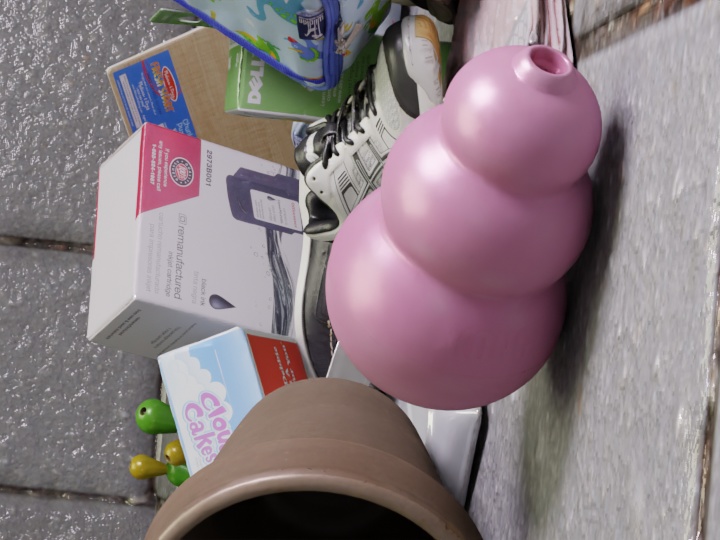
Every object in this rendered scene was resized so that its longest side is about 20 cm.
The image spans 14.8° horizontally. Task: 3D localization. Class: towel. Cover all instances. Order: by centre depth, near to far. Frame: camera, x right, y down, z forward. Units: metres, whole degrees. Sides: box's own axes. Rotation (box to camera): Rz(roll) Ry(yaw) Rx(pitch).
[{"bbox_3d":[0.077,-0.106,1.561,0.192,0.032,0.201,-92,13,-45],"label":"towel"}]

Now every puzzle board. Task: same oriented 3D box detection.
[{"bbox_3d":[-0.092,-0.093,2.056,0.017,0.150,0.201,45,156,60],"label":"puzzle board"}]

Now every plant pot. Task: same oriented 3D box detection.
[{"bbox_3d":[-0.020,0.151,1.533,0.175,0.199,0.202,-83,3,-61],"label":"plant pot"}]

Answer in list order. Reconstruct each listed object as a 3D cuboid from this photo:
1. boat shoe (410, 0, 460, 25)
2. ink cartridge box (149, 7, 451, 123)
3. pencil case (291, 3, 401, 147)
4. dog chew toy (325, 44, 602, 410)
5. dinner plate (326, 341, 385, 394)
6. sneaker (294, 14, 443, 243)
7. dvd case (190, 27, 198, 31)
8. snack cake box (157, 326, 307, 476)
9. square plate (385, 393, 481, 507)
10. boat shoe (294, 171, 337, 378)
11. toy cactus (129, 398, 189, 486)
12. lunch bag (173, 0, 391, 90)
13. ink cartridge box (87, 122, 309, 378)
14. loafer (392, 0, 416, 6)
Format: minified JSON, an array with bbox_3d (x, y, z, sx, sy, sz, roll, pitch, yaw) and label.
[{"bbox_3d":[0.032,-0.196,1.622,0.200,0.073,0.075,78,-146,-77],"label":"boat shoe"},{"bbox_3d":[-0.033,-0.123,1.736,0.104,0.198,0.060,-160,76,-82],"label":"ink cartridge box"},{"bbox_3d":[-0.007,-0.164,1.989,0.091,0.082,0.201,83,-175,-55],"label":"pencil case"},{"bbox_3d":[0.059,-0.026,1.361,0.125,0.124,0.201,-94,21,-48],"label":"dog chew toy"},{"bbox_3d":[0.005,0.077,1.775,0.200,0.024,0.202,18,-90,-78],"label":"dinner plate"},{"bbox_3d":[0.005,-0.074,1.646,0.201,0.087,0.076,97,176,-52],"label":"sneaker"},{"bbox_3d":[-0.072,-0.076,2.103,0.025,0.149,0.202,-140,58,-67],"label":"dvd case"},{"bbox_3d":[-0.061,0.145,1.841,0.115,0.067,0.201,14,-122,-70],"label":"snack cake box"},{"bbox_3d":[0.036,0.108,1.695,0.199,0.028,0.201,-98,16,-56],"label":"square plate"},{"bbox_3d":[0.000,0.000,1.899,0.060,0.074,0.202,10,103,44],"label":"boat shoe"},{"bbox_3d":[-0.075,0.152,2.098,0.165,0.200,0.102,-39,6,16],"label":"toy cactus"},{"bbox_3d":[-0.075,-0.197,1.611,0.083,0.199,0.161,-53,-10,-16],"label":"lunch bag"},{"bbox_3d":[-0.088,-0.003,1.995,0.084,0.199,0.146,-38,44,50],"label":"ink cartridge box"},{"bbox_3d":[0.033,-0.261,1.811,0.068,0.075,0.201,98,174,-55],"label":"loafer"}]
